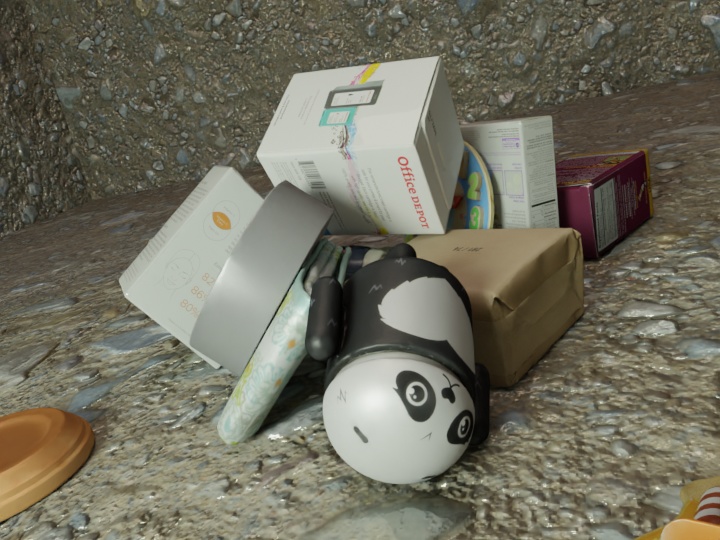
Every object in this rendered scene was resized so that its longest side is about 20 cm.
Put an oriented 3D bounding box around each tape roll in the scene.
[{"bbox_3d":[-0.103,0.008,0.710,0.065,0.203,0.201,29,19,-3],"label":"tape roll"}]

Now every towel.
[{"bbox_3d":[-0.070,0.064,0.689,0.047,0.173,0.200,29,18,-3],"label":"towel"}]

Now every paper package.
[{"bbox_3d":[0.113,0.030,0.722,0.197,0.106,0.189,3,23,42],"label":"paper package"}]

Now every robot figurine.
[{"bbox_3d":[0.035,0.070,0.548,0.146,0.127,0.202,0,42,7],"label":"robot figurine"}]

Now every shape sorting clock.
[{"bbox_3d":[0.111,-0.078,0.910,0.038,0.205,0.199,3,6,-31],"label":"shape sorting clock"}]

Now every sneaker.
[{"bbox_3d":[0.000,0.000,0.861,0.082,0.077,0.200,6,-4,12],"label":"sneaker"}]

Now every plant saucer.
[{"bbox_3d":[-0.378,0.198,0.688,0.195,0.038,0.201,-13,16,4],"label":"plant saucer"}]

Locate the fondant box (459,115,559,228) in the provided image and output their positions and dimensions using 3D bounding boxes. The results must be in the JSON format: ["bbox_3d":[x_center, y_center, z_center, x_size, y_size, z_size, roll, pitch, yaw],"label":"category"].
[{"bbox_3d":[0.191,-0.096,0.888,0.057,0.205,0.143,-14,15,-28],"label":"fondant box"}]

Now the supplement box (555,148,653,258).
[{"bbox_3d":[0.325,-0.100,0.969,0.129,0.106,0.198,4,23,46],"label":"supplement box"}]

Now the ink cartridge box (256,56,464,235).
[{"bbox_3d":[0.009,-0.144,0.807,0.196,0.148,0.148,1,54,25],"label":"ink cartridge box"}]

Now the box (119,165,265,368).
[{"bbox_3d":[-0.186,-0.009,0.862,0.201,0.152,0.106,-51,25,-9],"label":"box"}]

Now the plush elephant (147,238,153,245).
[{"bbox_3d":[-0.244,0.000,0.979,0.198,0.155,0.167,24,79,42],"label":"plush elephant"}]

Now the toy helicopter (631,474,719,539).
[{"bbox_3d":[0.181,0.143,0.340,0.197,0.080,0.132,-28,-3,9],"label":"toy helicopter"}]
